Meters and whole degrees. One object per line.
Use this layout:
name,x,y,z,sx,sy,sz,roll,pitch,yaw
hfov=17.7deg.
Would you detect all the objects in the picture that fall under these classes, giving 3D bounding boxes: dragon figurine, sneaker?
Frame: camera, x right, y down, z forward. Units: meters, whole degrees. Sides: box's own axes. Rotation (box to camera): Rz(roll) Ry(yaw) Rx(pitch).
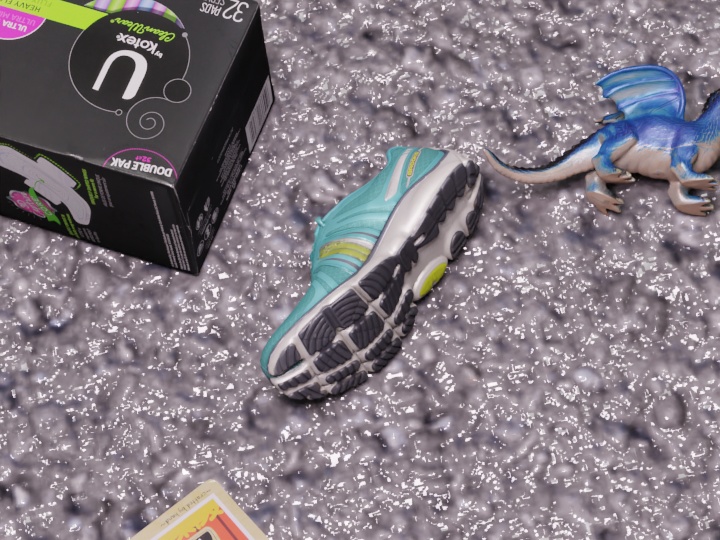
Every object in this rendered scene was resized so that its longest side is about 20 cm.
dragon figurine,0.180,-0.092,1.488,0.200,0.059,0.099,0,63,4
sneaker,0.000,0.000,1.461,0.080,0.078,0.200,20,60,35

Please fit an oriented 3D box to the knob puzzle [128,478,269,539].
knob puzzle,-0.098,0.243,1.355,0.220,0.030,0.220,-2,63,3

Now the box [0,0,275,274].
box,-0.176,-0.111,1.491,0.200,0.124,0.149,17,65,11
